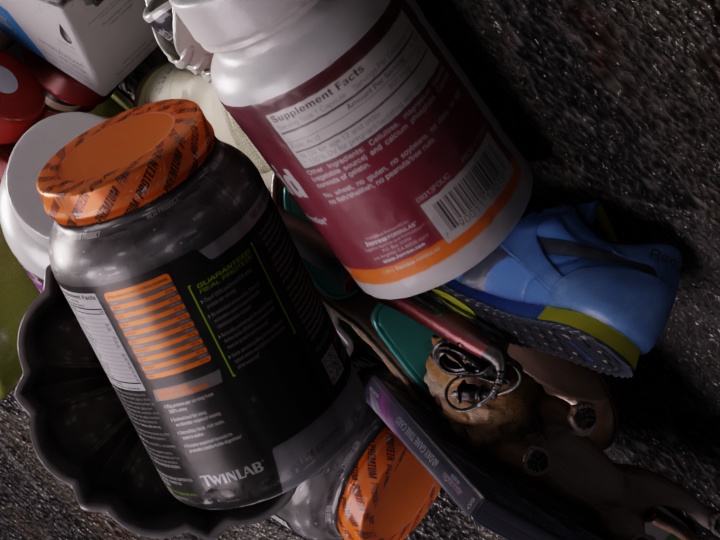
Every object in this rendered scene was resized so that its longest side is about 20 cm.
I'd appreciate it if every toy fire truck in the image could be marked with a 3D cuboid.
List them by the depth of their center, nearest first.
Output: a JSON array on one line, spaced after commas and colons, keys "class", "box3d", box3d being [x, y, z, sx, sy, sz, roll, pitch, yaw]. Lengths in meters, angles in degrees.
[{"class": "toy fire truck", "box3d": [-0.262, -0.134, 1.850, 0.168, 0.200, 0.112, 47, 128, 10]}]

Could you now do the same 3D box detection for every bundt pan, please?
[{"class": "bundt pan", "box3d": [-0.107, 0.059, 1.703, 0.202, 0.202, 0.076, 46, 175, -4]}]

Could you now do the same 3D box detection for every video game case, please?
[{"class": "video game case", "box3d": [0.088, 0.129, 1.626, 0.143, 0.019, 0.200, 30, -173, -24]}]

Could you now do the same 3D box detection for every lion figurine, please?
[{"class": "lion figurine", "box3d": [0.122, 0.110, 1.619, 0.200, 0.072, 0.122, 46, 171, -19]}]

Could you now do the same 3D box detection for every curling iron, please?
[{"class": "curling iron", "box3d": [0.002, 0.012, 1.570, 0.200, 0.026, 0.050, 35, 123, 11]}]

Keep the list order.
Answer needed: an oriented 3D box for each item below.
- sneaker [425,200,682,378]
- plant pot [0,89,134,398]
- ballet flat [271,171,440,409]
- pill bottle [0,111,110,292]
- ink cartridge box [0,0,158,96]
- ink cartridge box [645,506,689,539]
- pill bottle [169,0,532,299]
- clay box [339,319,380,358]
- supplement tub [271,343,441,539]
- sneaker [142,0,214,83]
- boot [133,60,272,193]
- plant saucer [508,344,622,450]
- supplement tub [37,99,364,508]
[{"class": "sneaker", "box3d": [0.095, -0.002, 1.535, 0.200, 0.079, 0.066, 17, 163, 49]}, {"class": "plant pot", "box3d": [-0.232, -0.019, 1.996, 0.200, 0.193, 0.200, 38, 160, 16]}, {"class": "ballet flat", "box3d": [0.000, 0.000, 1.652, 0.200, 0.068, 0.067, 58, 173, -27]}, {"class": "pill bottle", "box3d": [-0.170, -0.035, 1.813, 0.112, 0.112, 0.200, 41, 171, 10]}, {"class": "ink cartridge box", "box3d": [-0.199, -0.211, 1.716, 0.116, 0.067, 0.200, 33, 158, 34]}, {"class": "ink cartridge box", "box3d": [0.151, 0.245, 1.826, 0.084, 0.145, 0.200, 32, 158, 33]}, {"class": "pill bottle", "box3d": [-0.006, -0.093, 1.489, 0.200, 0.114, 0.114, 54, 159, -25]}, {"class": "clay box", "box3d": [-0.018, 0.035, 1.890, 0.200, 0.048, 0.115, 49, 161, -10]}, {"class": "supplement tub", "box3d": [-0.047, 0.091, 1.811, 0.200, 0.123, 0.123, 30, 157, 25]}, {"class": "sneaker", "box3d": [-0.068, -0.130, 1.595, 0.200, 0.081, 0.076, 49, 159, -18]}, {"class": "boot", "box3d": [-0.040, -0.049, 1.726, 0.200, 0.072, 0.155, 51, 158, -17]}, {"class": "plant saucer", "box3d": [0.083, 0.025, 1.677, 0.200, 0.034, 0.200, 39, 162, 16]}, {"class": "supplement tub", "box3d": [-0.088, 0.017, 1.533, 0.122, 0.122, 0.200, 14, 134, 56]}]
